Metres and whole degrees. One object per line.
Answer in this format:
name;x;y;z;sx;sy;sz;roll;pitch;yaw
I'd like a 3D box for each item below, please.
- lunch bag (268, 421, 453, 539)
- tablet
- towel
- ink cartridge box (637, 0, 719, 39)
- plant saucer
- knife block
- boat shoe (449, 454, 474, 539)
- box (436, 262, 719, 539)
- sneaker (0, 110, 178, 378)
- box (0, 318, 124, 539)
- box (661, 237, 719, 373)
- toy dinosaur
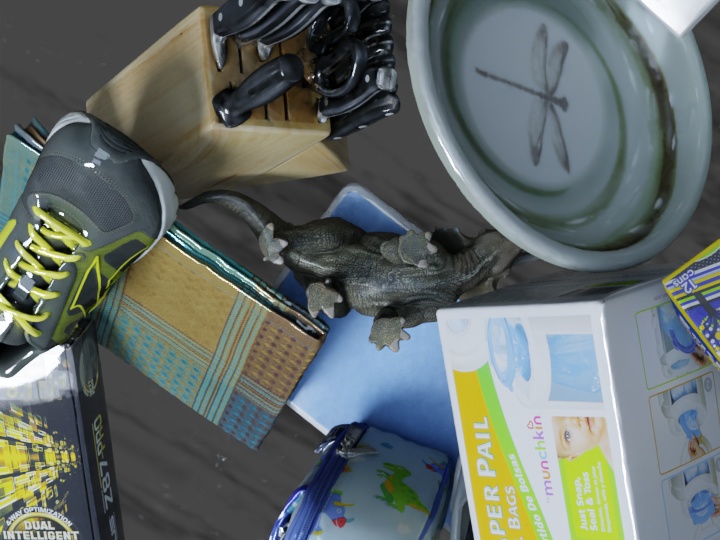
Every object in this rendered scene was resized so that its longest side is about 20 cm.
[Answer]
lunch bag;-0.018;0.191;0.897;0.082;0.161;0.202;21;110;6
tablet;0.036;0.058;0.946;0.199;0.014;0.131;38;104;1
towel;-0.119;0.011;0.922;0.199;0.022;0.147;34;145;1
ink cartridge box;0.208;-0.213;0.795;0.067;0.117;0.200;44;116;2
plant saucer;0.094;-0.093;0.845;0.050;0.199;0.201;-22;97;52
knife block;-0.073;-0.094;0.845;0.198;0.176;0.065;-8;77;12
boat shoe;0.087;0.119;0.906;0.073;0.065;0.202;5;100;9
box;0.124;0.105;0.826;0.112;0.101;0.202;-5;97;47
sneaker;-0.153;-0.003;0.841;0.074;0.085;0.200;34;146;-2
box;-0.245;0.109;0.977;0.198;0.049;0.163;0;108;11
box;0.236;-0.021;0.730;0.199;0.064;0.070;-37;68;4
toy dinosaur;0.000;0.000;0.889;0.198;0.102;0.078;4;92;12
